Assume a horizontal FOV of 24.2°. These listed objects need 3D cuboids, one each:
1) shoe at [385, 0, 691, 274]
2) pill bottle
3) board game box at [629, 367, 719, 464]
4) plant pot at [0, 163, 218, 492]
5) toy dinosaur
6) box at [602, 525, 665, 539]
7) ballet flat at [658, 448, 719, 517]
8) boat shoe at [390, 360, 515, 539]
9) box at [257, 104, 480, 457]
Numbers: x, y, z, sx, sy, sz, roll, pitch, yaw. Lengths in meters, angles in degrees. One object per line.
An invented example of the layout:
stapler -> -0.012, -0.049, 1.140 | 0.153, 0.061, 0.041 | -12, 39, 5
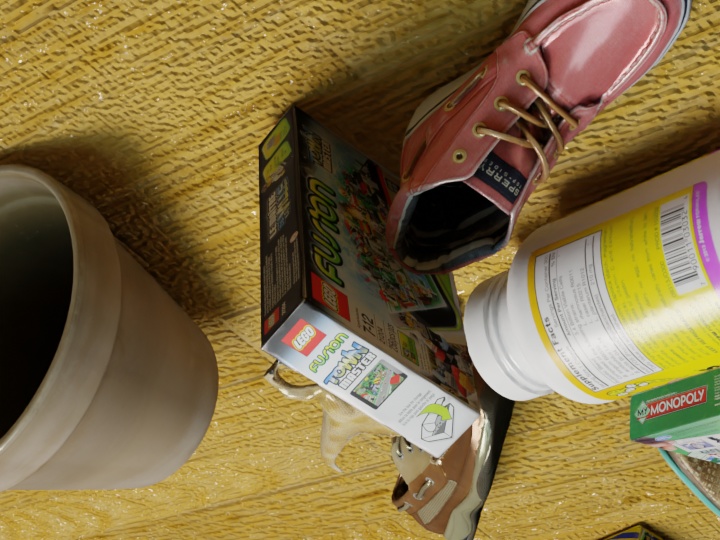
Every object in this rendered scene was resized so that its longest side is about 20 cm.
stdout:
shoe -> 0.083, -0.072, 0.812 | 0.071, 0.091, 0.200 | 31, 139, -19
pill bottle -> 0.150, 0.010, 0.891 | 0.104, 0.105, 0.199 | 37, 141, -27
board game box -> 0.258, 0.073, 0.884 | 0.134, 0.029, 0.200 | 16, 156, -30
plant pot -> -0.187, 0.057, 1.052 | 0.199, 0.201, 0.173 | -11, 154, 34
toy dinosaur -> -0.011, 0.079, 1.081 | 0.101, 0.058, 0.200 | 33, 135, -5
box -> 0.163, 0.259, 1.260 | 0.064, 0.070, 0.200 | 32, 143, -19
ballet flat -> 0.264, 0.144, 1.080 | 0.065, 0.071, 0.200 | -35, 127, 17
boat shoe -> 0.055, 0.121, 1.113 | 0.073, 0.076, 0.201 | 17, 145, 6
box -> 0.000, 0.000, 0.864 | 0.110, 0.200, 0.035 | 33, 114, -22
